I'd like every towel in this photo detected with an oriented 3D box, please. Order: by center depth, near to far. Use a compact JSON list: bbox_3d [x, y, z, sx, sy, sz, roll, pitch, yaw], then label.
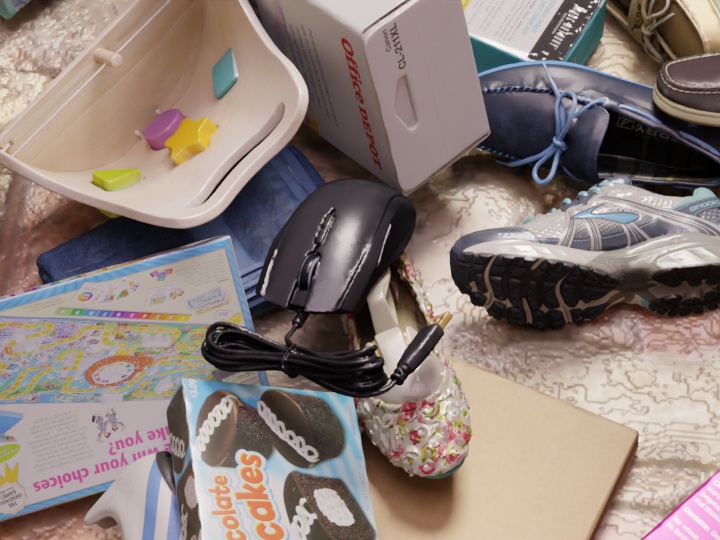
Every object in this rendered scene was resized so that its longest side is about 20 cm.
[{"bbox_3d":[-0.108,-0.010,1.696,0.199,0.049,0.112,-27,60,-15],"label":"towel"}]

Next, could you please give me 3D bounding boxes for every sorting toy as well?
[{"bbox_3d":[-0.118,-0.095,1.665,0.200,0.107,0.180,-46,38,-11],"label":"sorting toy"}]

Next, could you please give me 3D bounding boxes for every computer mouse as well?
[{"bbox_3d":[0.000,0.000,1.587,0.140,0.046,0.200,14,41,25],"label":"computer mouse"}]

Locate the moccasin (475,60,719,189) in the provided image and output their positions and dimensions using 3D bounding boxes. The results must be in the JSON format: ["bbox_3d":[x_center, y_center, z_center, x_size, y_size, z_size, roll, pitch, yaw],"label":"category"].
[{"bbox_3d":[0.159,-0.097,1.722,0.199,0.081,0.068,3,31,4],"label":"moccasin"}]

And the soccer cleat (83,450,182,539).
[{"bbox_3d":[-0.098,0.206,1.557,0.086,0.070,0.200,-36,65,8],"label":"soccer cleat"}]

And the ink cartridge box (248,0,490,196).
[{"bbox_3d":[-0.014,-0.162,1.704,0.083,0.146,0.200,-35,47,-20],"label":"ink cartridge box"}]

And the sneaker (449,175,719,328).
[{"bbox_3d":[0.153,-0.016,1.688,0.199,0.078,0.087,0,54,-11],"label":"sneaker"}]

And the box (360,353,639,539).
[{"bbox_3d":[0.065,0.150,1.596,0.163,0.021,0.200,21,54,13],"label":"box"}]

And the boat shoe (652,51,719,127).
[{"bbox_3d":[0.293,-0.140,1.697,0.199,0.065,0.073,-5,36,-2],"label":"boat shoe"}]

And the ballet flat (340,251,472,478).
[{"bbox_3d":[0.018,0.048,1.617,0.075,0.064,0.200,-21,40,-1],"label":"ballet flat"}]

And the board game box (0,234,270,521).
[{"bbox_3d":[-0.162,0.068,1.612,0.199,0.034,0.135,-15,95,-10],"label":"board game box"}]

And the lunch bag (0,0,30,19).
[{"bbox_3d":[-0.262,-0.306,1.847,0.170,0.122,0.200,-38,56,-19],"label":"lunch bag"}]

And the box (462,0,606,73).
[{"bbox_3d":[0.068,-0.191,1.808,0.199,0.049,0.082,26,61,16],"label":"box"}]

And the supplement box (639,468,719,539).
[{"bbox_3d":[0.219,0.197,1.528,0.200,0.101,0.103,-37,63,-21],"label":"supplement box"}]

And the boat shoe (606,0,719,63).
[{"bbox_3d":[0.191,-0.198,1.794,0.063,0.073,0.201,-20,55,-23],"label":"boat shoe"}]

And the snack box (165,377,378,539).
[{"bbox_3d":[-0.048,0.158,1.525,0.116,0.037,0.201,7,49,-22],"label":"snack box"}]
